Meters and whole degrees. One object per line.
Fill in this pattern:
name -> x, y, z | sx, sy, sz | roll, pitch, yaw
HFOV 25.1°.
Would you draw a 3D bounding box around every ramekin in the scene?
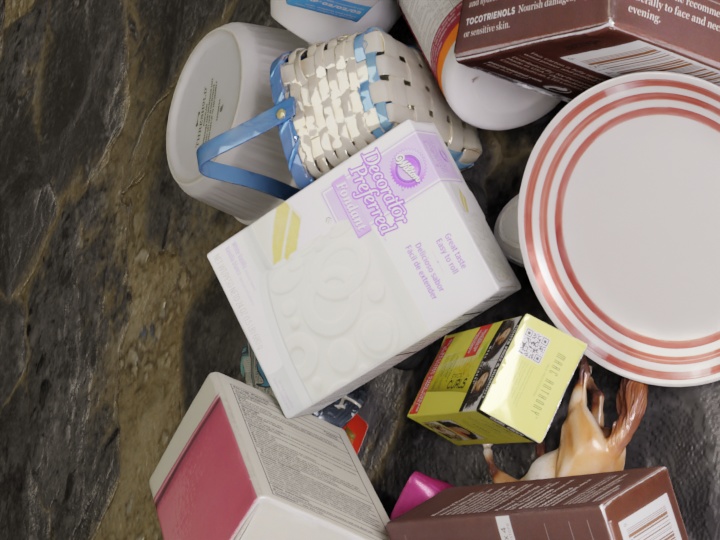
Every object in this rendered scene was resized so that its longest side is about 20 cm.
ramekin -> -0.113, -0.148, 1.577 | 0.202, 0.094, 0.204 | -28, 55, 50

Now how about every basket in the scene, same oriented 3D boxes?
basket -> -0.012, -0.107, 1.328 | 0.199, 0.176, 0.140 | -29, 63, 32

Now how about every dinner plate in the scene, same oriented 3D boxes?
dinner plate -> 0.192, -0.026, 1.025 | 0.199, 0.024, 0.202 | 8, 105, 32

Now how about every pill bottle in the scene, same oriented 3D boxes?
pill bottle -> 0.088, -0.210, 1.260 | 0.110, 0.109, 0.201 | -56, 36, 30

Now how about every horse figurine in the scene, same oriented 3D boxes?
horse figurine -> 0.139, 0.128, 1.102 | 0.200, 0.050, 0.133 | -52, 31, 39

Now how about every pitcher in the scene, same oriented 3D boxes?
pitcher -> 0.012, -0.281, 1.403 | 0.201, 0.121, 0.172 | -58, 27, 11

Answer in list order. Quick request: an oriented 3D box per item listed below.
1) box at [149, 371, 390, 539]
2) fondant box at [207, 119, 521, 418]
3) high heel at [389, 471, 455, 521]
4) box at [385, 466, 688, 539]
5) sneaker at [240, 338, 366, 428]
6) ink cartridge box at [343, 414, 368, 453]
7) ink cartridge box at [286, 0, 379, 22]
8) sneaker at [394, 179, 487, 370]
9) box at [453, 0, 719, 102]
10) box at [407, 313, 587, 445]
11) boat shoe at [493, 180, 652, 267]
box -> -0.065, 0.181, 1.175 | 0.110, 0.127, 0.200 | -59, 23, 11
fondant box -> 0.000, 0.000, 1.216 | 0.199, 0.058, 0.145 | -32, 78, 20
high heel -> 0.015, 0.205, 1.217 | 0.199, 0.096, 0.068 | -31, 18, 40
box -> 0.115, 0.190, 1.039 | 0.199, 0.075, 0.101 | -16, 93, 50
sneaker -> -0.056, 0.103, 1.404 | 0.087, 0.077, 0.200 | -61, 24, 14
ink cartridge box -> -0.077, 0.192, 1.429 | 0.162, 0.057, 0.202 | 39, 116, 57
ink cartridge box -> 0.010, -0.282, 1.239 | 0.200, 0.067, 0.116 | 151, 128, -67
sneaker -> 0.020, 0.012, 1.286 | 0.060, 0.103, 0.201 | 47, 118, 55
box -> 0.184, -0.219, 1.054 | 0.164, 0.165, 0.202 | -2, 75, 58
box -> 0.090, 0.079, 1.122 | 0.076, 0.050, 0.200 | -63, 7, -10
boat shoe -> 0.147, -0.040, 1.134 | 0.199, 0.069, 0.072 | -1, 77, 58
